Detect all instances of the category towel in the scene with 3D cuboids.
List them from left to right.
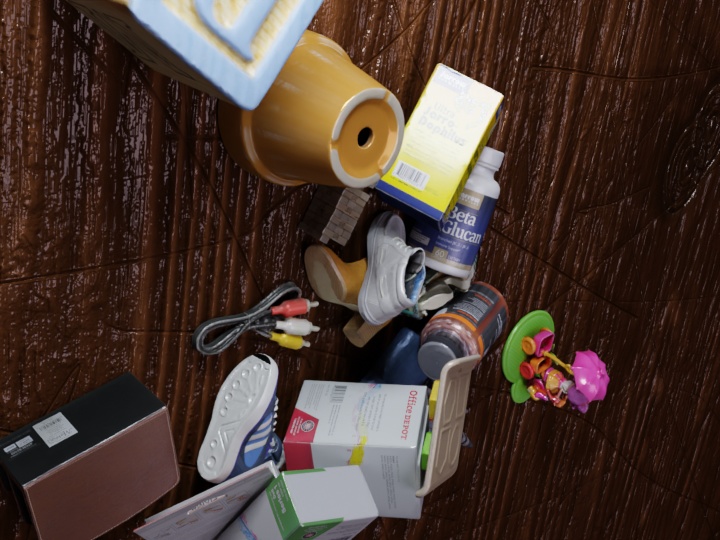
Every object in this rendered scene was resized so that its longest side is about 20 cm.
[{"bbox_3d":[0.040,0.193,1.661,0.201,0.048,0.112,-51,137,-11],"label":"towel"}]

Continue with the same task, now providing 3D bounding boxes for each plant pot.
[{"bbox_3d":[-0.049,-0.189,1.275,0.199,0.182,0.203,-22,125,-35],"label":"plant pot"}]

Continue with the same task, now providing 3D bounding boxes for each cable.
[{"bbox_3d":[-0.140,0.071,1.418,0.198,0.050,0.098,-6,114,-44],"label":"cable"}]

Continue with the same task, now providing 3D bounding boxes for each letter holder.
[{"bbox_3d":[-0.341,0.249,1.278,0.199,0.100,0.144,-28,130,-32],"label":"letter holder"}]

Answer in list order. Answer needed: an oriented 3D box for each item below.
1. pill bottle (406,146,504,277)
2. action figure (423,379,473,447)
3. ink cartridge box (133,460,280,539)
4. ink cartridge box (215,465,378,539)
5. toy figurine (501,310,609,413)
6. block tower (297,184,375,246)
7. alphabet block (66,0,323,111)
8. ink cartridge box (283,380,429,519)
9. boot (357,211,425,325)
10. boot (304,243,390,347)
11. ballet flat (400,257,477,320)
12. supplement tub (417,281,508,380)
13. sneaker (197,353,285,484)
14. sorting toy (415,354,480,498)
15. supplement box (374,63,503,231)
[{"bbox_3d":[0.151,-0.101,1.572,0.110,0.111,0.202,10,103,-46],"label":"pill bottle"},{"bbox_3d":[0.153,0.233,1.743,0.200,0.104,0.194,-47,153,-8],"label":"action figure"},{"bbox_3d":[-0.204,0.324,1.401,0.198,0.045,0.177,-24,150,-5],"label":"ink cartridge box"},{"bbox_3d":[-0.093,0.364,1.421,0.144,0.085,0.200,5,138,-42],"label":"ink cartridge box"},{"bbox_3d":[0.379,0.202,1.898,0.149,0.183,0.203,-20,124,-36],"label":"toy figurine"},{"bbox_3d":[-0.012,-0.133,1.437,0.058,0.054,0.202,28,91,-47],"label":"block tower"},{"bbox_3d":[-0.179,-0.316,1.072,0.197,0.199,0.196,-58,138,-5],"label":"alphabet block"},{"bbox_3d":[0.002,0.268,1.518,0.146,0.197,0.146,-70,158,-57],"label":"ink cartridge box"},{"bbox_3d":[0.059,-0.015,1.472,0.073,0.095,0.202,37,46,-33],"label":"boot"},{"bbox_3d":[0.001,0.000,1.522,0.144,0.070,0.203,-50,130,-31],"label":"boot"},{"bbox_3d":[0.140,0.023,1.657,0.199,0.074,0.075,-34,131,-28],"label":"ballet flat"},{"bbox_3d":[0.163,0.102,1.648,0.200,0.106,0.108,-41,139,-53],"label":"supplement tub"},{"bbox_3d":[-0.148,0.226,1.479,0.146,0.080,0.202,27,87,-56],"label":"sneaker"},{"bbox_3d":[0.125,0.222,1.485,0.185,0.036,0.203,6,97,-72],"label":"sorting toy"},{"bbox_3d":[0.115,-0.176,1.466,0.202,0.109,0.109,-63,172,-2],"label":"supplement box"}]
